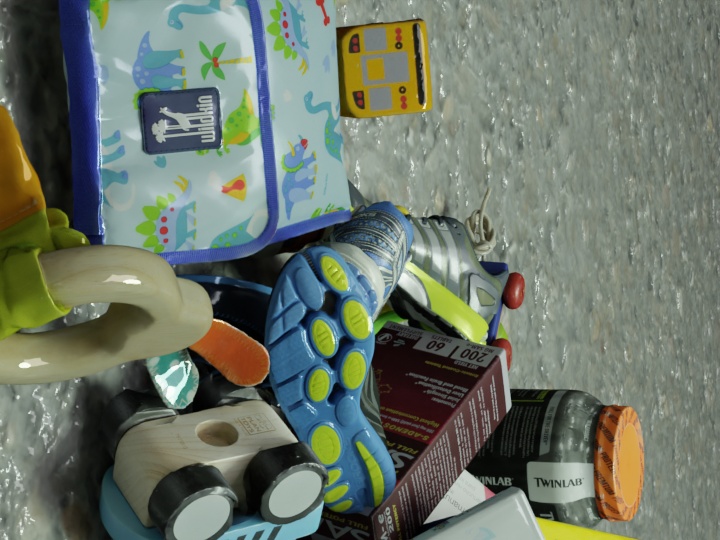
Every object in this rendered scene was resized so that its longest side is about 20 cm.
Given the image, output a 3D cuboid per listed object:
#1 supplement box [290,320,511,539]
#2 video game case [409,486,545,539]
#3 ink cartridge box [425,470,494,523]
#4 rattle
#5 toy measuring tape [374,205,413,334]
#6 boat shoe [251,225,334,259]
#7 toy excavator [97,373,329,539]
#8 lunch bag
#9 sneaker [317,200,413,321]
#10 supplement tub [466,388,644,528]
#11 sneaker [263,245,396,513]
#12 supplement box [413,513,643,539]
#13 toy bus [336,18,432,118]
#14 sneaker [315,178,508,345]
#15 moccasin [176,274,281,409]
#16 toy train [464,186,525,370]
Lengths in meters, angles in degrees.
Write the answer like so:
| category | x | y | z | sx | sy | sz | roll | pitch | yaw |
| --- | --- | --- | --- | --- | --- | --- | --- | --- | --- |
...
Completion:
| category | x | y | z | sx | sy | sz | roll | pitch | yaw |
| --- | --- | --- | --- | --- | --- | --- | --- | --- | --- |
| supplement box | 0.018 | 0.125 | 1.100 | 0.200 | 0.109 | 0.061 | -47 | 138 | -42 |
| video game case | 0.063 | 0.267 | 0.952 | 0.200 | 0.182 | 0.024 | 65 | -11 | -4 |
| ink cartridge box | 0.041 | 0.254 | 1.137 | 0.145 | 0.084 | 0.200 | 40 | 52 | -18 |
| rattle | -0.146 | -0.005 | 0.820 | 0.200 | 0.130 | 0.143 | 4 | 44 | -48 |
| toy measuring tape | 0.029 | 0.042 | 1.220 | 0.074 | 0.073 | 0.201 | 33 | 59 | -60 |
| boat shoe | -0.063 | -0.108 | 1.039 | 0.062 | 0.071 | 0.201 | -19 | 112 | -37 |
| toy excavator | -0.077 | 0.168 | 0.946 | 0.194 | 0.100 | 0.200 | -9 | 128 | -34 |
| lunch bag | -0.100 | -0.097 | 0.905 | 0.200 | 0.127 | 0.171 | -17 | 106 | -52 |
| sneaker | 0.000 | 0.000 | 1.049 | 0.085 | 0.077 | 0.200 | -50 | -177 | -13 |
| supplement tub | 0.135 | 0.163 | 1.285 | 0.122 | 0.199 | 0.123 | 6 | 83 | -64 |
| sneaker | -0.024 | 0.068 | 0.960 | 0.083 | 0.071 | 0.200 | -116 | -169 | -53 |
| supplement box | 0.133 | 0.248 | 1.081 | 0.200 | 0.109 | 0.110 | 17 | 62 | -33 |
| toy bus | 0.001 | -0.148 | 1.096 | 0.200 | 0.078 | 0.065 | -151 | -126 | -74 |
| sneaker | 0.035 | -0.019 | 1.163 | 0.200 | 0.074 | 0.081 | 42 | 67 | -23 |
| moccasin | -0.069 | 0.053 | 1.002 | 0.200 | 0.080 | 0.068 | 33 | 64 | -59 |
| toy train | 0.116 | 0.036 | 1.401 | 0.116 | 0.084 | 0.200 | 70 | 29 | -54 |
